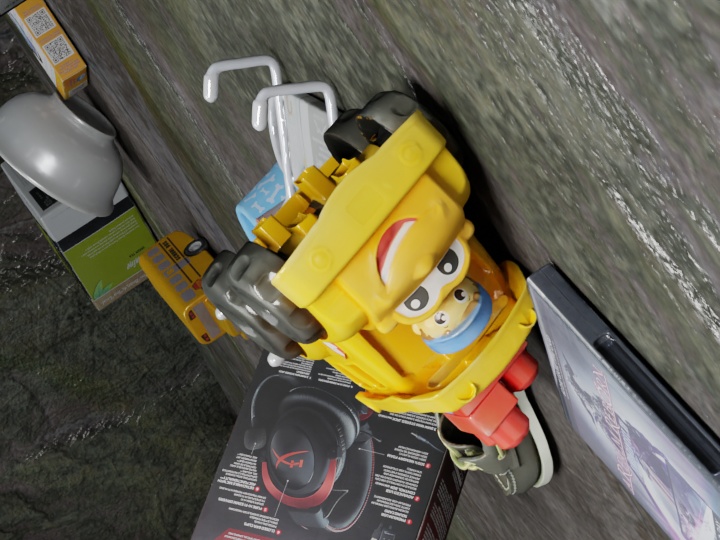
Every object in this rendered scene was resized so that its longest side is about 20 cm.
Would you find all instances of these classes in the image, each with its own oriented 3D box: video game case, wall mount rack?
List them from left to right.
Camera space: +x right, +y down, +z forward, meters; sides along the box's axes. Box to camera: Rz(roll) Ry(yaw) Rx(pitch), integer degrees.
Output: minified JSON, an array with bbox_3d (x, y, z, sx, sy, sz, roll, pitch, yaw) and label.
[{"bbox_3d":[-0.051,-0.043,1.270,0.200,0.074,0.175,-145,47,-66],"label":"wall mount rack"},{"bbox_3d":[0.156,0.101,0.989,0.200,0.019,0.143,49,168,36],"label":"video game case"}]

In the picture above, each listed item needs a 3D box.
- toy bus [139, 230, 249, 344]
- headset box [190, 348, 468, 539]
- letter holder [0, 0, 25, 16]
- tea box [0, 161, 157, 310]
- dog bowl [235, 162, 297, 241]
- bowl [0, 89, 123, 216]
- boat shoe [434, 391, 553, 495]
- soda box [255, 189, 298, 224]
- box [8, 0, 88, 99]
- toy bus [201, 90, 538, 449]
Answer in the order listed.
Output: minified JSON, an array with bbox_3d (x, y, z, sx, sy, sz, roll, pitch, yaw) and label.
[{"bbox_3d":[-0.188,0.023,2.340,0.200,0.078,0.065,44,165,54],"label":"toy bus"},{"bbox_3d":[-0.015,0.144,1.315,0.148,0.201,0.075,11,153,18],"label":"headset box"},{"bbox_3d":[-0.371,-0.294,1.788,0.142,0.200,0.101,56,171,2],"label":"letter holder"},{"bbox_3d":[-0.416,-0.084,2.995,0.200,0.133,0.197,45,165,51],"label":"tea box"},{"bbox_3d":[-0.029,0.006,1.530,0.200,0.049,0.112,52,171,26],"label":"dog bowl"},{"bbox_3d":[-0.371,-0.165,2.505,0.201,0.090,0.201,37,-168,-9],"label":"bowl"},{"bbox_3d":[0.073,0.087,1.237,0.072,0.060,0.202,50,169,35],"label":"boat shoe"},{"bbox_3d":[0.000,0.000,1.310,0.069,0.063,0.200,60,171,-26],"label":"soda box"},{"bbox_3d":[-0.400,-0.310,2.418,0.200,0.041,0.119,58,171,1],"label":"box"},{"bbox_3d":[0.029,0.018,1.063,0.192,0.136,0.200,44,170,-6],"label":"toy bus"}]
